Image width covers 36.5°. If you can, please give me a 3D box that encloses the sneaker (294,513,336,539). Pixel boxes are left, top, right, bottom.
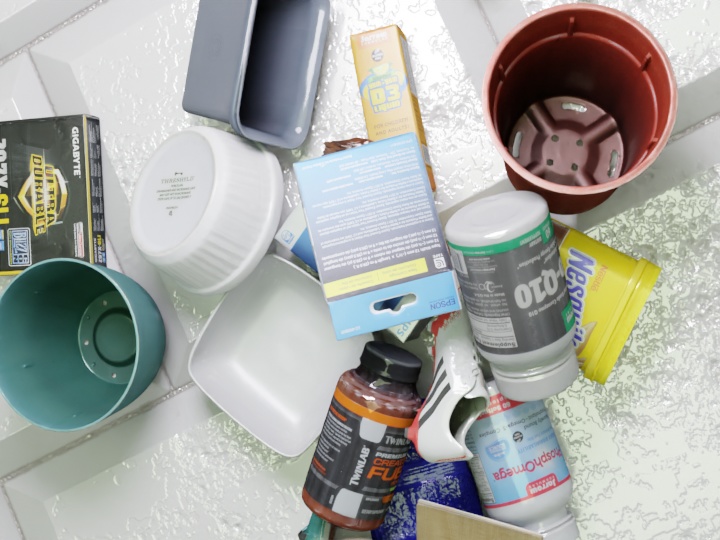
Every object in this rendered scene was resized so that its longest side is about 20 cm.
[{"bbox_3d":[-0.088,0.378,1.349,0.079,0.071,0.203,19,96,8],"label":"sneaker"}]

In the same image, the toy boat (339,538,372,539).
[{"bbox_3d":[0.012,0.403,1.246,0.199,0.132,0.130,36,130,-15],"label":"toy boat"}]

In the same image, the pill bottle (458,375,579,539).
[{"bbox_3d":[0.181,0.222,1.266,0.107,0.109,0.203,-21,86,12],"label":"pill bottle"}]

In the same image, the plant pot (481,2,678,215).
[{"bbox_3d":[0.232,-0.156,1.197,0.197,0.195,0.205,-1,78,7],"label":"plant pot"}]

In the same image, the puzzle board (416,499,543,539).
[{"bbox_3d":[0.136,0.361,1.270,0.148,0.017,0.203,11,123,21],"label":"puzzle board"}]

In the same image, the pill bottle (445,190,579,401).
[{"bbox_3d":[0.167,0.029,1.165,0.111,0.114,0.203,-13,113,12],"label":"pill bottle"}]

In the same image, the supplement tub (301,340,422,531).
[{"bbox_3d":[0.007,0.187,1.255,0.105,0.107,0.203,20,102,12],"label":"supplement tub"}]

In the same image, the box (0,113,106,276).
[{"bbox_3d":[-0.419,-0.097,1.438,0.157,0.049,0.204,-2,90,15],"label":"box"}]

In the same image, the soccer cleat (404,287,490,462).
[{"bbox_3d":[0.111,0.115,1.210,0.084,0.068,0.203,2,66,39],"label":"soccer cleat"}]

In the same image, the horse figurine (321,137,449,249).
[{"bbox_3d":[0.017,-0.078,1.258,0.130,0.050,0.203,-18,73,-7],"label":"horse figurine"}]

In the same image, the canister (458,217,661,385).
[{"bbox_3d":[0.225,0.020,1.265,0.198,0.086,0.151,27,104,14],"label":"canister"}]

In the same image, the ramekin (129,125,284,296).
[{"bbox_3d":[-0.194,-0.079,1.316,0.200,0.094,0.206,-17,64,37],"label":"ramekin"}]

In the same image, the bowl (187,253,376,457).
[{"bbox_3d":[-0.091,0.100,1.348,0.199,0.075,0.201,37,99,10],"label":"bowl"}]

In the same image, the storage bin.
[{"bbox_3d":[-0.131,-0.260,1.336,0.133,0.144,0.204,13,94,40],"label":"storage bin"}]

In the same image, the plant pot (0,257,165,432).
[{"bbox_3d":[-0.333,0.087,1.359,0.197,0.161,0.205,0,90,14],"label":"plant pot"}]

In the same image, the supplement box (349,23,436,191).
[{"bbox_3d":[0.038,-0.189,1.321,0.065,0.069,0.204,-12,86,12],"label":"supplement box"}]

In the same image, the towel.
[{"bbox_3d":[0.065,0.261,1.324,0.145,0.049,0.204,-16,86,13],"label":"towel"}]

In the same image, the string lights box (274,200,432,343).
[{"bbox_3d":[0.000,0.000,1.311,0.199,0.103,0.059,39,97,11],"label":"string lights box"}]

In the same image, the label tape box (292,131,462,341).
[{"bbox_3d":[0.018,-0.033,1.191,0.141,0.066,0.204,-14,79,-2],"label":"label tape box"}]
